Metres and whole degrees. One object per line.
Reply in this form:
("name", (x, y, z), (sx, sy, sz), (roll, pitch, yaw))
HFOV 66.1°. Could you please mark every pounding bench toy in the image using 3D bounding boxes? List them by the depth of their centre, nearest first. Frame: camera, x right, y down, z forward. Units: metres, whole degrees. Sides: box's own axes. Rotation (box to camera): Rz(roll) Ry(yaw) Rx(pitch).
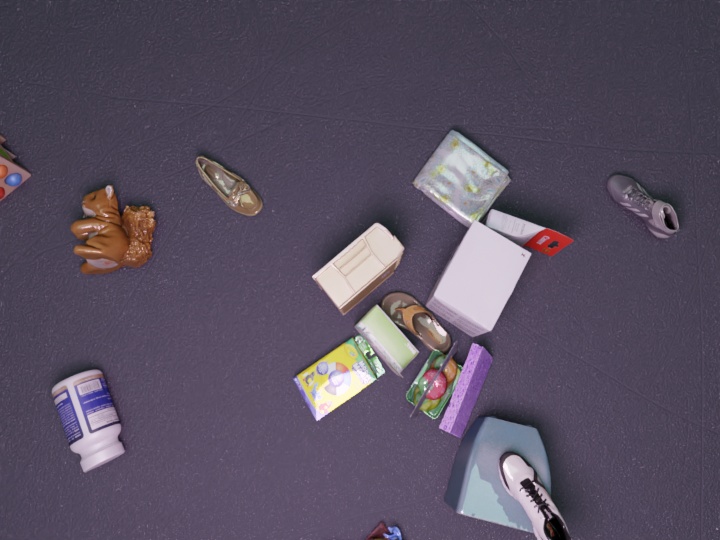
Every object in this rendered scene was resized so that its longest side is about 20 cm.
("pounding bench toy", (-0.941, -0.272, 1.346), (0.124, 0.200, 0.157), (-40, 81, -6))

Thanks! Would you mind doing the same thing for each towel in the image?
("towel", (0.255, -0.227, 1.380), (0.198, 0.048, 0.173), (38, 83, 7))

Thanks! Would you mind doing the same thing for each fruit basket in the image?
("fruit basket", (0.160, 0.244, 1.228), (0.092, 0.200, 0.188), (31, 82, 21))

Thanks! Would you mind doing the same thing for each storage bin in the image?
("storage bin", (0.000, 0.000, 1.272), (0.197, 0.200, 0.094), (-40, 83, -5))

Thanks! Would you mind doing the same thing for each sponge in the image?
("sponge", (0.244, 0.277, 1.264), (0.029, 0.111, 0.205), (19, 80, 31))

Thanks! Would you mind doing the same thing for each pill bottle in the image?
("pill bottle", (-0.623, 0.345, 1.276), (0.113, 0.116, 0.205), (-24, 80, -3))

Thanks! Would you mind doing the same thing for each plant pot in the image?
("plant pot", (0.303, 0.430, 1.200), (0.190, 0.196, 0.206), (12, 76, 4))

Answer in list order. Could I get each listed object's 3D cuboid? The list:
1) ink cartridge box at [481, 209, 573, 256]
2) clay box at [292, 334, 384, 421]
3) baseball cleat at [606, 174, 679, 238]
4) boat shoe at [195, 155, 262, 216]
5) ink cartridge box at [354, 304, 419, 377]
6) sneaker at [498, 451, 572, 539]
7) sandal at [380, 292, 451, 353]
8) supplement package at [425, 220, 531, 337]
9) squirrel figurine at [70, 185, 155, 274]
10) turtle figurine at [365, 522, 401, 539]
("ink cartridge box", (0.373, -0.068, 1.292), (0.195, 0.160, 0.048), (22, 80, 5))
("clay box", (-0.049, 0.249, 1.309), (0.197, 0.048, 0.116), (-34, 81, -3))
("baseball cleat", (0.685, -0.166, 1.326), (0.070, 0.106, 0.200), (-45, 80, -1))
("boat shoe", (-0.331, -0.212, 1.386), (0.200, 0.063, 0.073), (42, 84, 8))
("ink cartridge box", (0.061, 0.155, 1.238), (0.076, 0.200, 0.148), (-42, 88, -6))
("sneaker", (0.339, 0.440, 1.062), (0.072, 0.080, 0.203), (-30, 72, -10))
("sandal", (0.137, 0.122, 1.321), (0.199, 0.054, 0.081), (40, 84, 7))
("supplement package", (0.259, 0.025, 1.260), (0.145, 0.200, 0.194), (30, 82, 6))
("squirrel figurine", (-0.601, -0.107, 1.360), (0.193, 0.142, 0.193), (-2, 69, -13))
("turtle figurine", (0.011, 0.664, 1.190), (0.187, 0.144, 0.207), (-5, 77, 5))
